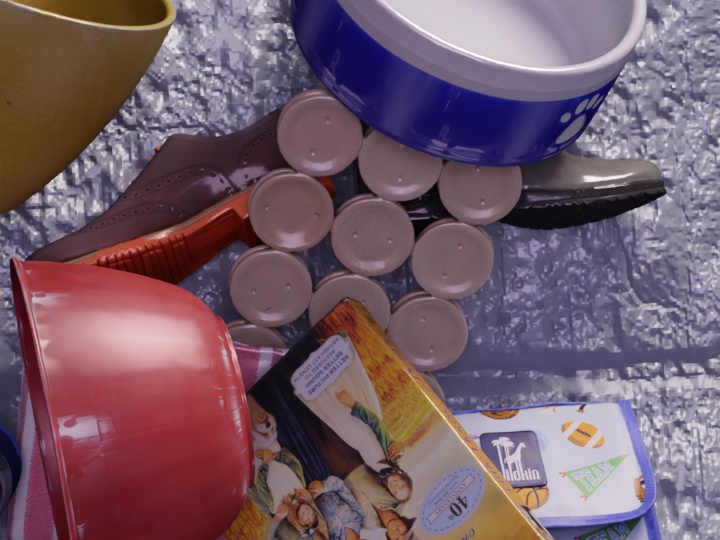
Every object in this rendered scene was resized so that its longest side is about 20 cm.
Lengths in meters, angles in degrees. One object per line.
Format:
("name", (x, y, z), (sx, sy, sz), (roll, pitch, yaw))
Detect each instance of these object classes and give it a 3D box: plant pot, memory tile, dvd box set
("plant pot", (-0.223, -0.117, 1.192), (0.199, 0.200, 0.143), (21, 108, -4))
("memory tile", (0.000, 0.000, 1.229), (0.152, 0.017, 0.201), (15, 112, -10))
("dvd box set", (0.003, 0.136, 1.159), (0.146, 0.029, 0.200), (-43, 65, 10))

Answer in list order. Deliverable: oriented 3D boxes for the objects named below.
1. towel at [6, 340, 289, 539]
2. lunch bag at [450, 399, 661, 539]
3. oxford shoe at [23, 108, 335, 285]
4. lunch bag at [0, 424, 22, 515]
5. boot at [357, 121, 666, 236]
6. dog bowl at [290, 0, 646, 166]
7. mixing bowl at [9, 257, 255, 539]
("towel", (-0.106, 0.106, 1.235), (0.199, 0.030, 0.147), (9, 103, -4))
("lunch bag", (0.093, 0.178, 1.220), (0.169, 0.124, 0.201), (-4, 72, -5))
("oxford shoe", (-0.119, -0.035, 1.250), (0.199, 0.071, 0.073), (-22, 70, -14))
("lunch bag", (-0.289, 0.108, 1.175), (0.136, 0.132, 0.200), (-42, 95, 17))
("boot", (0.087, -0.093, 1.272), (0.199, 0.068, 0.132), (-3, 79, -7))
("dog bowl", (0.062, -0.158, 1.213), (0.199, 0.079, 0.201), (13, 45, -13))
("mixing bowl", (-0.120, 0.083, 1.124), (0.108, 0.200, 0.201), (-10, 86, -11))
